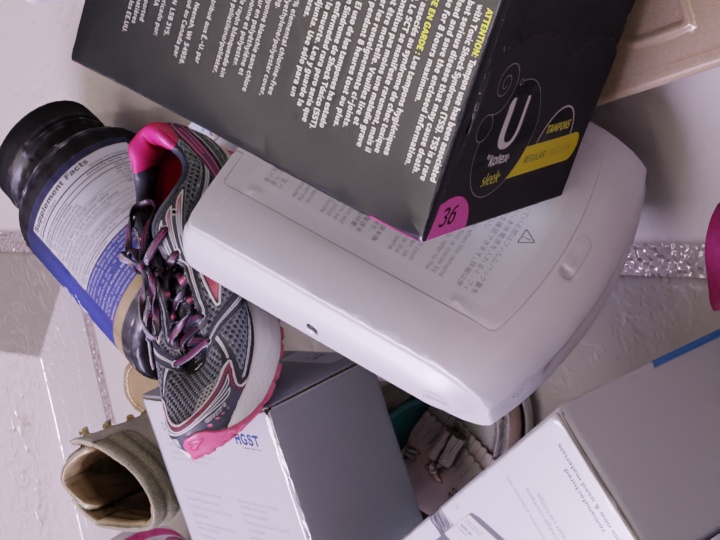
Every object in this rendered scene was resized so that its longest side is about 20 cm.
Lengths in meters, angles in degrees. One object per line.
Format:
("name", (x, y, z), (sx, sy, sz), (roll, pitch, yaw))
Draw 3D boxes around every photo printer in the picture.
("photo printer", (0.034, -0.026, 0.847), (0.199, 0.167, 0.070), (28, 160, 22))

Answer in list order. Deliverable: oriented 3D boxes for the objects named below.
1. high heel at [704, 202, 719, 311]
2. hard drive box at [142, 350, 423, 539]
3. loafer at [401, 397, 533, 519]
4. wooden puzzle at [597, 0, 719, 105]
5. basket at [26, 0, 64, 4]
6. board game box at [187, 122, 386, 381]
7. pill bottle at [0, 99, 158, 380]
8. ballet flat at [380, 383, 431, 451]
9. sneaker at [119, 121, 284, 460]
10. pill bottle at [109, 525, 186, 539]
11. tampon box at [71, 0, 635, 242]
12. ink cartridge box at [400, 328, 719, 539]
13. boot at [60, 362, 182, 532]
("high heel", (0.224, 0.006, 0.712), (0.199, 0.067, 0.097), (31, 118, 46))
("hard drive box", (-0.033, 0.153, 0.971), (0.155, 0.076, 0.202), (0, 111, 57))
("loafer", (0.045, 0.140, 1.001), (0.072, 0.062, 0.201), (46, 136, 29))
("wooden puzzle", (0.145, -0.185, 0.757), (0.199, 0.046, 0.187), (-13, 94, 57))
("basket", (-0.179, -0.285, 1.037), (0.201, 0.135, 0.124), (56, 138, 18))
("board game box", (-0.007, -0.055, 0.961), (0.200, 0.034, 0.135), (49, 112, 26))
("pill bottle", (-0.163, -0.027, 1.147), (0.200, 0.111, 0.113), (44, 135, 31))
("ballet flat", (-0.009, 0.123, 1.062), (0.063, 0.067, 0.201), (57, 141, 32))
("sneaker", (-0.096, 0.010, 0.914), (0.080, 0.074, 0.202), (-31, 49, 28))
("pill bottle", (-0.116, 0.283, 1.221), (0.199, 0.113, 0.114), (34, 129, 38))
("tampon box", (0.001, -0.119, 0.755), (0.199, 0.149, 0.127), (29, 114, 24))
("ink cartridge box", (0.114, 0.123, 0.842), (0.084, 0.144, 0.200), (58, 141, 14))
("boot", (-0.142, 0.111, 1.144), (0.199, 0.154, 0.073), (18, 119, 46))
